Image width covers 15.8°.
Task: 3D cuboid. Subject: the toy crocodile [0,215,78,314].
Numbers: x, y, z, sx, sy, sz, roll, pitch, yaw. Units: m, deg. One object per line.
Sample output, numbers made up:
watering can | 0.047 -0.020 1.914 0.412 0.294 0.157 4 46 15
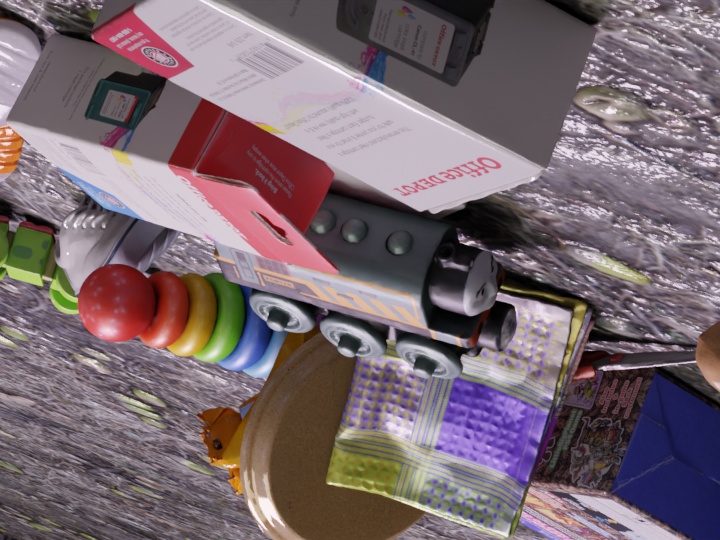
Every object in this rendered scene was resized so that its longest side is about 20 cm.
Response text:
toy crocodile | -0.258 -0.011 2.069 0.200 0.062 0.068 18 166 -3

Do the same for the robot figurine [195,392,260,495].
robot figurine | -0.017 0.104 1.947 0.200 0.058 0.145 -23 159 1

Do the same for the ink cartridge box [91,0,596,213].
ink cartridge box | -0.011 -0.114 1.252 0.200 0.086 0.148 26 165 -19

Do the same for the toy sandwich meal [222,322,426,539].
toy sandwich meal | -0.007 0.104 1.826 0.205 0.205 0.070 33 -178 -37

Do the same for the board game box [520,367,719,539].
board game box | 0.181 0.140 1.871 0.159 0.097 0.200 31 163 -33

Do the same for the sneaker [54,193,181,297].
sneaker | -0.184 -0.022 1.880 0.071 0.073 0.200 46 153 -3

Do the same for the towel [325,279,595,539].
towel | 0.063 0.082 1.737 0.144 0.200 0.023 19 -152 4

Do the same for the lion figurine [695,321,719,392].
lion figurine | 0.243 0.061 1.549 0.122 0.072 0.200 34 167 -15

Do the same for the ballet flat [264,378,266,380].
ballet flat | -0.047 0.062 2.012 0.068 0.068 0.200 28 158 18

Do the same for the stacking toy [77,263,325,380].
stacking toy | -0.108 0.035 1.826 0.200 0.085 0.085 8 176 -34

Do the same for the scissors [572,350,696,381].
scissors | 0.166 0.058 1.746 0.200 0.073 0.014 -15 108 34

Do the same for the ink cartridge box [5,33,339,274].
ink cartridge box | -0.099 -0.070 1.547 0.200 0.067 0.116 16 163 36

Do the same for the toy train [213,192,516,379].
toy train | 0.000 0.000 1.620 0.200 0.085 0.114 17 155 21

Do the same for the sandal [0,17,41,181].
sandal | -0.245 -0.118 1.662 0.079 0.059 0.207 10 149 -20

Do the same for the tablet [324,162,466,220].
tablet | -0.020 -0.053 1.636 0.130 0.014 0.200 25 165 -12
